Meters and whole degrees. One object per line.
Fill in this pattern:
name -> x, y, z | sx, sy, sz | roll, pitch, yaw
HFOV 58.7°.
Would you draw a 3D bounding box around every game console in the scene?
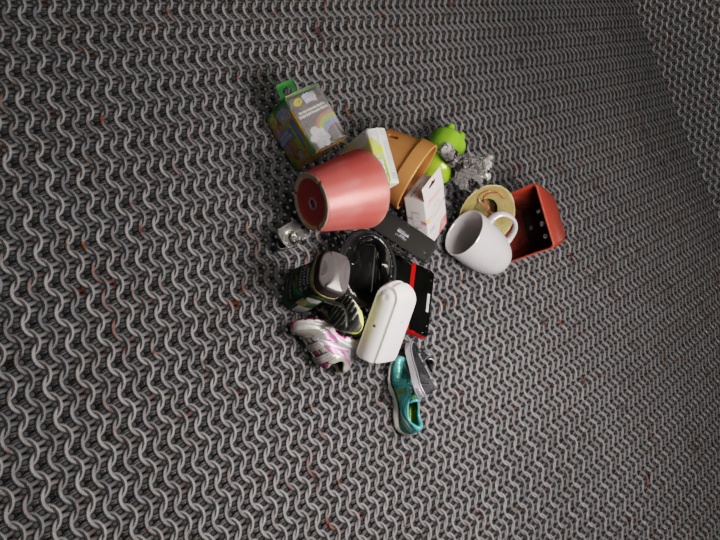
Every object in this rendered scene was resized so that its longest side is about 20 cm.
game console -> 0.124, 0.068, 1.753 | 0.175, 0.031, 0.204 | 24, 63, -31

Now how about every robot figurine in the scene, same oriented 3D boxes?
robot figurine -> 0.242, -0.343, 1.904 | 0.174, 0.115, 0.202 | 36, 58, -14

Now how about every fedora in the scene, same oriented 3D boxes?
fedora -> 0.000, 0.000, 1.642 | 0.198, 0.091, 0.205 | 8, 75, -32

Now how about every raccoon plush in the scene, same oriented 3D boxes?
raccoon plush -> 0.318, -0.327, 1.842 | 0.201, 0.095, 0.135 | 56, 45, -35

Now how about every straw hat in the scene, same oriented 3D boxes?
straw hat -> 0.373, -0.186, 1.956 | 0.199, 0.202, 0.086 | 24, 23, -27

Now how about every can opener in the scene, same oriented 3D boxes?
can opener -> -0.147, -0.106, 1.603 | 0.054, 0.067, 0.200 | 55, 41, -2

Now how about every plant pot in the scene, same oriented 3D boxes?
plant pot -> 0.534, -0.145, 2.014 | 0.175, 0.198, 0.204 | -7, 80, -47
plant pot -> 0.100, -0.291, 1.749 | 0.139, 0.201, 0.201 | 33, 55, 7
plant pot -> -0.054, -0.183, 1.560 | 0.175, 0.199, 0.204 | -19, 87, -38

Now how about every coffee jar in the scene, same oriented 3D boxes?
coffee jar -> -0.103, 0.027, 1.492 | 0.084, 0.199, 0.106 | 20, 64, -28

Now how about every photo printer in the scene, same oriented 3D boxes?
photo printer -> 0.071, 0.124, 1.583 | 0.166, 0.068, 0.203 | 12, 98, -68

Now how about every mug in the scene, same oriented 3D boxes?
mug -> 0.375, -0.088, 1.877 | 0.174, 0.200, 0.148 | 31, 20, -31

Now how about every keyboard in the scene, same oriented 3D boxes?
keyboard -> 0.106, -0.084, 1.759 | 0.198, 0.040, 0.105 | 33, 63, 4

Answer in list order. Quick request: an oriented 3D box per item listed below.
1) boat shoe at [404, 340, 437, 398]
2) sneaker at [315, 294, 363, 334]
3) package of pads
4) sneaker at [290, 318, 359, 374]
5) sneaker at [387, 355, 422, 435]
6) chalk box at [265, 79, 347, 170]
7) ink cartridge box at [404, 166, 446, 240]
boat shoe -> 0.160, 0.242, 1.637 | 0.072, 0.067, 0.201 | 60, 11, -24
sneaker -> -0.036, 0.106, 1.534 | 0.078, 0.200, 0.090 | -48, 122, -3
package of pads -> 0.010, -0.265, 1.662 | 0.067, 0.199, 0.157 | -10, 81, -35
sneaker -> -0.086, 0.183, 1.531 | 0.198, 0.081, 0.089 | 31, 59, -24
sneaker -> 0.123, 0.317, 1.640 | 0.076, 0.079, 0.204 | -2, 76, -35
chalk box -> -0.151, -0.386, 1.636 | 0.124, 0.123, 0.202 | -33, 95, -36
ink cartridge box -> 0.181, -0.182, 1.776 | 0.117, 0.067, 0.202 | -52, 145, -35
